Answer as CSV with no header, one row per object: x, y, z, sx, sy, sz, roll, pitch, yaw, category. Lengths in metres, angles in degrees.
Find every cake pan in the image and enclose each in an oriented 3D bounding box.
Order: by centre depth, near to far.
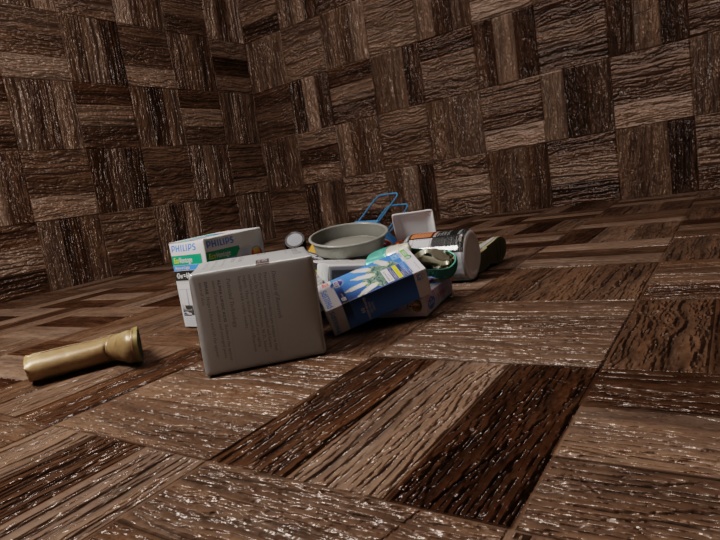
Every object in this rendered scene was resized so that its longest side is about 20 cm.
-0.028,-0.074,1.380,0.197,0.037,0.201,-7,19,2,cake pan

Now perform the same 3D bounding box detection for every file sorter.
0.106,-0.113,1.620,0.123,0.200,0.138,-54,24,-15,file sorter

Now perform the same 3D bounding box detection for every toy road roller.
-0.133,0.004,1.478,0.197,0.124,0.147,14,55,16,toy road roller

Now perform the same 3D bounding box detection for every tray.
0.150,-0.072,1.455,0.106,0.202,0.022,-6,37,14,tray

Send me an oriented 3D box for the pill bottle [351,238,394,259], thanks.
0.036,-0.019,1.456,0.112,0.116,0.200,-7,8,11,pill bottle

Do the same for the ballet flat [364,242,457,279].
0.108,-0.026,1.147,0.197,0.068,0.071,5,-40,-13,ballet flat

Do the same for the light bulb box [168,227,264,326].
-0.328,0.012,1.345,0.123,0.203,0.197,-4,10,33,light bulb box

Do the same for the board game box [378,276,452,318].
0.073,0.055,1.176,0.197,0.042,0.199,-5,9,24,board game box

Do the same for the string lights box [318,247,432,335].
0.023,0.038,1.058,0.198,0.060,0.103,-23,29,-7,string lights box

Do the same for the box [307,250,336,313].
-0.117,0.027,1.294,0.198,0.048,0.192,17,36,36,box

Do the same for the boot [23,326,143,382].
-0.507,0.160,1.034,0.197,0.067,0.175,-12,-4,-24,boot

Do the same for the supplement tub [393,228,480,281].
0.183,-0.033,1.372,0.197,0.125,0.122,-3,10,33,supplement tub

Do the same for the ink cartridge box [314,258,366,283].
0.000,0.000,1.239,0.197,0.044,0.173,-2,4,-18,ink cartridge box

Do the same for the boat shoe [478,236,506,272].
0.323,-0.047,1.486,0.068,0.076,0.199,5,16,37,boat shoe

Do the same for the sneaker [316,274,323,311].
-0.144,0.081,1.108,0.198,0.076,0.092,-31,46,-17,sneaker

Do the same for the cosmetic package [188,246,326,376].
-0.173,0.061,0.962,0.197,0.168,0.165,-10,9,-9,cosmetic package
